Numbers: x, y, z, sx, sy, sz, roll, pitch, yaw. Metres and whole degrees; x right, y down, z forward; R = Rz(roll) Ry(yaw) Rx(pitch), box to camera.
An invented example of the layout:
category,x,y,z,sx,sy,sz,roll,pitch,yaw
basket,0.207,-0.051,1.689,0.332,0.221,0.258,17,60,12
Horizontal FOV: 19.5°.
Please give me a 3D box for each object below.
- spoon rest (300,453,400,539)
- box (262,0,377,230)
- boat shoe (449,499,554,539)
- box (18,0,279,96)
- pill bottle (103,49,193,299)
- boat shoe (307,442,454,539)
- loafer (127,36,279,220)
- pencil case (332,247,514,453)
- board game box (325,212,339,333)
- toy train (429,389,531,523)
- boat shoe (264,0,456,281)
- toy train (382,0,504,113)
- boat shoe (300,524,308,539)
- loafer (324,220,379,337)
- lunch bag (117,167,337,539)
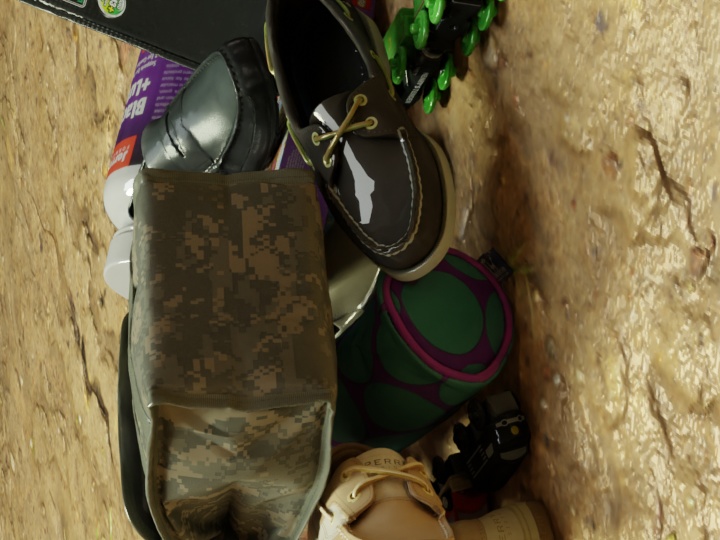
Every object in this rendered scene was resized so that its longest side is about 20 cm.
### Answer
category,x,y,z,sx,sy,sz,roll,pitch,yaw
spoon rest,-0.031,0.151,1.410,0.200,0.099,0.061,-31,42,53
box,-0.040,-0.068,1.328,0.137,0.039,0.201,120,165,-55
boat shoe,0.053,0.198,1.190,0.201,0.064,0.073,111,149,-50
box,-0.108,-0.236,1.328,0.201,0.192,0.047,-70,-15,11
pill bottle,-0.117,-0.077,1.466,0.111,0.111,0.202,130,155,-63
boat shoe,0.008,0.130,1.123,0.200,0.073,0.070,-171,82,-76
loafer,-0.100,-0.077,1.302,0.069,0.070,0.201,69,156,18
pencil case,0.014,0.055,1.219,0.093,0.085,0.200,59,148,9
board game box,-0.043,0.019,1.474,0.200,0.036,0.153,-161,69,-70
toy train,0.057,0.133,1.218,0.046,0.034,0.200,64,153,24
boat shoe,-0.007,-0.080,1.157,0.072,0.060,0.202,-37,49,17
toy train,0.050,-0.152,1.176,0.200,0.041,0.057,124,149,-61
boat shoe,-0.051,0.109,1.346,0.065,0.071,0.201,-60,25,27
loafer,0.000,0.000,1.298,0.076,0.068,0.201,-113,27,-44
lunch bag,-0.076,0.066,1.161,0.201,0.116,0.165,97,170,-50
